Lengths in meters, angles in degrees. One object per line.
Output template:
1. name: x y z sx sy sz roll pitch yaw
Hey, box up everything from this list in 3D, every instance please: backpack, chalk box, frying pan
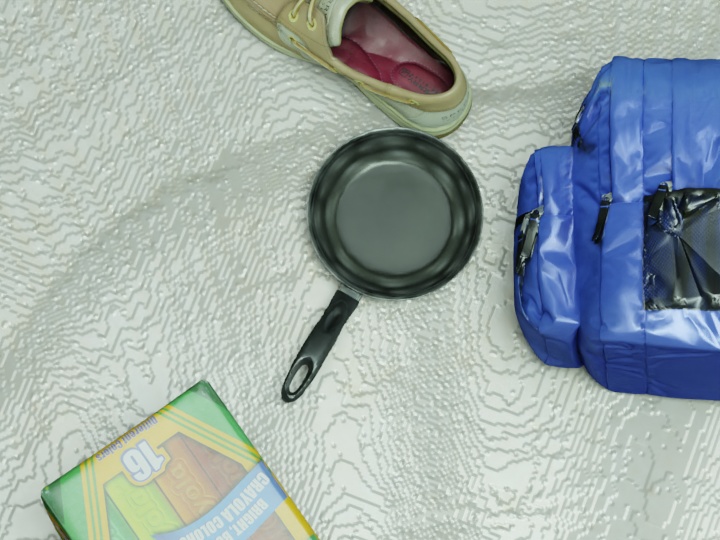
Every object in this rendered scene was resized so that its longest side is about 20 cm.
1. backpack: 0.181 -0.035 1.708 0.167 0.163 0.201 6 76 3
2. chalk box: -0.086 0.190 1.656 0.125 0.124 0.200 -35 79 -10
3. frying pan: 0.017 0.001 1.758 0.115 0.031 0.191 8 78 0

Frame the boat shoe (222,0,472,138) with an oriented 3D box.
1. boat shoe: -0.010 -0.165 1.783 0.200 0.066 0.074 32 76 6
